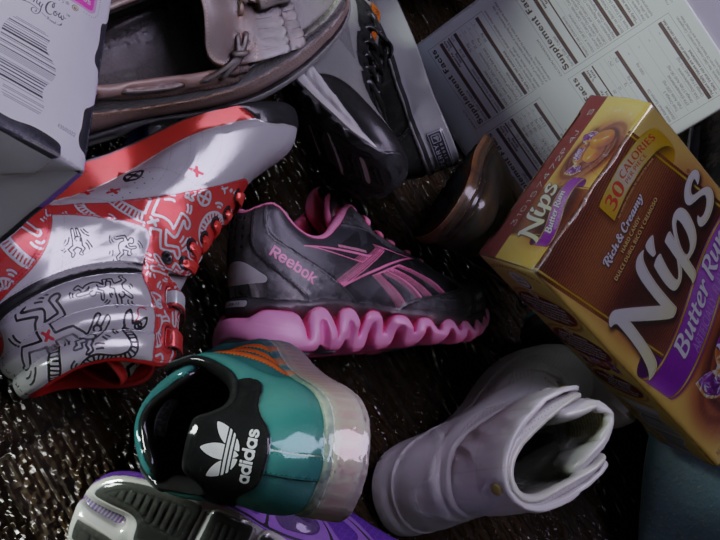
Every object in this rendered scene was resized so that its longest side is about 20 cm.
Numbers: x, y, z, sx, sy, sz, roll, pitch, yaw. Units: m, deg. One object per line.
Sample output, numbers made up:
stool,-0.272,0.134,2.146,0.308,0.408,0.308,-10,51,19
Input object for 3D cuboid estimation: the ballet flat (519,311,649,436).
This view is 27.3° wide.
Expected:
ballet flat,0.186,0.076,0.999,0.199,0.073,0.073,20,51,-41

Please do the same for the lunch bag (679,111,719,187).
lunch bag,0.289,-0.058,1.098,0.118,0.199,0.164,47,35,-20

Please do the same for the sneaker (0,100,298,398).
sneaker,-0.098,-0.008,0.723,0.201,0.067,0.108,-22,83,-34

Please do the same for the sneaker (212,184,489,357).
sneaker,0.000,0.000,0.824,0.199,0.079,0.096,2,79,-48

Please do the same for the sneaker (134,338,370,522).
sneaker,-0.065,0.063,0.659,0.079,0.200,0.072,12,87,-21

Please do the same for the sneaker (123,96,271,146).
sneaker,-0.120,-0.150,0.814,0.088,0.075,0.201,-12,71,-44

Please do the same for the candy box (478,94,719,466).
candy box,0.170,0.008,0.850,0.200,0.056,0.117,43,77,-31

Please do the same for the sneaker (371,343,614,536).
sneaker,0.109,0.092,0.848,0.200,0.115,0.074,-32,101,-47

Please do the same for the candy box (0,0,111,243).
candy box,-0.179,-0.096,0.635,0.071,0.167,0.201,28,47,-33

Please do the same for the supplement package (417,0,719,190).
supplement package,0.168,-0.157,1.029,0.151,0.200,0.152,55,38,-4

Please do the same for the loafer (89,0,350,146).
loafer,-0.092,-0.115,0.744,0.199,0.063,0.072,-24,77,-13

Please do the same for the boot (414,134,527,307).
boot,0.092,-0.025,0.888,0.097,0.075,0.200,35,9,2

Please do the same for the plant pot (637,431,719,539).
plant pot,0.302,0.121,0.947,0.195,0.196,0.201,9,76,-44

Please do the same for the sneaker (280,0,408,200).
sneaker,-0.013,-0.117,0.838,0.201,0.079,0.074,-119,-173,-45

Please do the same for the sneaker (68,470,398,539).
sneaker,-0.049,0.140,0.710,0.199,0.081,0.084,24,17,-28

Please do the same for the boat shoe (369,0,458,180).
boat shoe,0.009,-0.121,0.933,0.200,0.063,0.071,-105,174,-56
